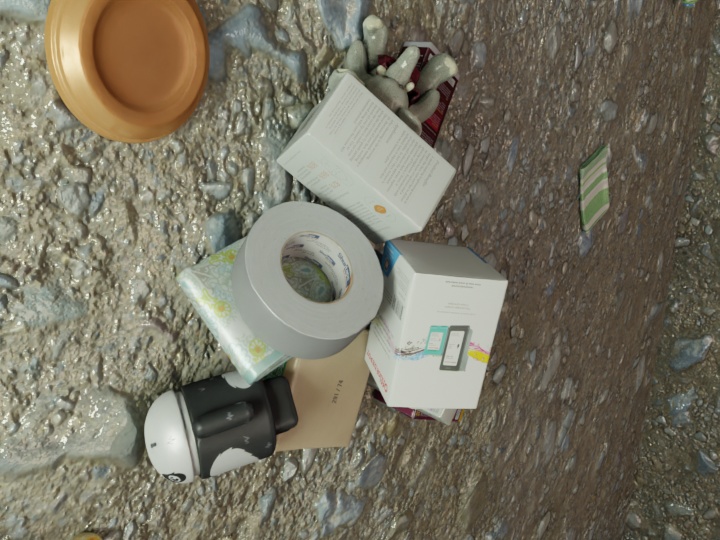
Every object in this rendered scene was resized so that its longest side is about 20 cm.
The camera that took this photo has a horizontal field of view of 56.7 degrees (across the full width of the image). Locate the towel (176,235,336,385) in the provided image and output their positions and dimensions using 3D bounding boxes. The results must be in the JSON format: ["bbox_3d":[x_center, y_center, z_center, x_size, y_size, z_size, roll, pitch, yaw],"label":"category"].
[{"bbox_3d":[-0.125,0.035,0.911,0.199,0.172,0.048,-33,170,-40],"label":"towel"}]

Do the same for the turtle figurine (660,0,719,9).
[{"bbox_3d":[0.940,-0.837,1.859,0.198,0.142,0.199,-27,120,-45],"label":"turtle figurine"}]

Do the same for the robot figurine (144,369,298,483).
[{"bbox_3d":[-0.185,0.205,0.888,0.196,0.125,0.153,-13,127,-22],"label":"robot figurine"}]

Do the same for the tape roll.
[{"bbox_3d":[-0.069,0.011,0.886,0.199,0.202,0.066,-31,168,-39],"label":"tape roll"}]

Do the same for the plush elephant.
[{"bbox_3d":[0.043,-0.267,0.972,0.163,0.155,0.202,31,95,-9],"label":"plush elephant"}]

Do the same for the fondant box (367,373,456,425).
[{"bbox_3d":[0.097,0.159,1.175,0.146,0.197,0.058,-62,146,-11],"label":"fondant box"}]

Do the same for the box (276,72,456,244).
[{"bbox_3d":[0.005,-0.146,0.929,0.199,0.152,0.107,38,72,-16],"label":"box"}]

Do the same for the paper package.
[{"bbox_3d":[-0.079,0.169,1.047,0.189,0.102,0.205,14,94,-51],"label":"paper package"}]

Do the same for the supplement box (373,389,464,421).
[{"bbox_3d":[0.134,0.217,1.319,0.198,0.102,0.134,21,88,-52],"label":"supplement box"}]

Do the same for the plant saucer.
[{"bbox_3d":[-0.246,-0.244,0.743,0.198,0.037,0.205,-22,119,-45],"label":"plant saucer"}]

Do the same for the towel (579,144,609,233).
[{"bbox_3d":[0.643,-0.222,1.827,0.152,0.023,0.203,-40,131,-33],"label":"towel"}]

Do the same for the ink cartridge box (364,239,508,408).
[{"bbox_3d":[0.103,0.078,0.982,0.142,0.147,0.205,5,110,-17],"label":"ink cartridge box"}]

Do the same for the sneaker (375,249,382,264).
[{"bbox_3d":[0.000,0.000,1.057,0.201,0.073,0.086,-57,162,-56],"label":"sneaker"}]

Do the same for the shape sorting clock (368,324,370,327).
[{"bbox_3d":[0.089,0.078,1.141,0.203,0.197,0.039,-62,162,-11],"label":"shape sorting clock"}]

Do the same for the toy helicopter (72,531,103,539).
[{"bbox_3d":[-0.327,0.432,0.867,0.132,0.077,0.204,-48,122,-51],"label":"toy helicopter"}]

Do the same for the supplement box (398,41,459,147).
[{"bbox_3d":[0.087,-0.263,1.116,0.108,0.060,0.204,27,82,-50],"label":"supplement box"}]
